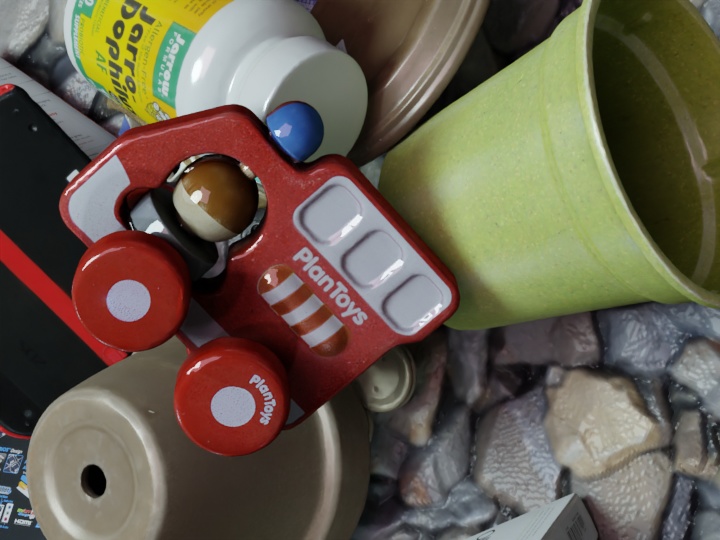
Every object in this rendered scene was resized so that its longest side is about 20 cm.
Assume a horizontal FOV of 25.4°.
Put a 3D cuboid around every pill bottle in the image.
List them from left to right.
[{"bbox_3d":[-0.090,-0.130,0.995,0.199,0.112,0.114,33,102,40],"label":"pill bottle"}]

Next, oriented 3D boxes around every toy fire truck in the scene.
[{"bbox_3d":[-0.062,-0.008,0.906,0.168,0.112,0.200,-39,106,11],"label":"toy fire truck"}]

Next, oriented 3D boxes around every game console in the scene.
[{"bbox_3d":[-0.233,0.001,1.089,0.177,0.200,0.031,-45,24,-5],"label":"game console"}]

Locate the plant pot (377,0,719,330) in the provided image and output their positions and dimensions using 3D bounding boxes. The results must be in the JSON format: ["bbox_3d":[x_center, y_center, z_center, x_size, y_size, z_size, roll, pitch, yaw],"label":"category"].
[{"bbox_3d":[0.117,-0.051,0.949,0.183,0.199,0.202,-21,75,38],"label":"plant pot"}]

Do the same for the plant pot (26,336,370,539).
[{"bbox_3d":[-0.119,0.125,1.032,0.199,0.174,0.203,3,95,31],"label":"plant pot"}]

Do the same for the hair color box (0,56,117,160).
[{"bbox_3d":[-0.263,-0.092,1.196,0.199,0.101,0.062,35,128,28],"label":"hair color box"}]

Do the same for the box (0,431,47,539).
[{"bbox_3d":[-0.264,0.127,1.175,0.198,0.050,0.200,2,63,28],"label":"box"}]

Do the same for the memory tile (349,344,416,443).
[{"bbox_3d":[-0.058,0.086,1.103,0.153,0.017,0.200,48,115,20],"label":"memory tile"}]

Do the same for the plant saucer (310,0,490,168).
[{"bbox_3d":[0.012,-0.155,1.034,0.200,0.029,0.201,-38,36,34],"label":"plant saucer"}]

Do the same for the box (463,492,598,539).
[{"bbox_3d":[0.039,0.208,0.978,0.199,0.144,0.037,-29,90,24],"label":"box"}]

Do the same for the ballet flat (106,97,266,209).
[{"bbox_3d":[-0.114,-0.086,1.122,0.200,0.068,0.073,40,122,24],"label":"ballet flat"}]

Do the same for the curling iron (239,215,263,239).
[{"bbox_3d":[0.000,0.000,1.089,0.198,0.025,0.050,15,97,30],"label":"curling iron"}]

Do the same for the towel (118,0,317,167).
[{"bbox_3d":[-0.095,-0.168,1.159,0.144,0.024,0.202,19,95,29],"label":"towel"}]
